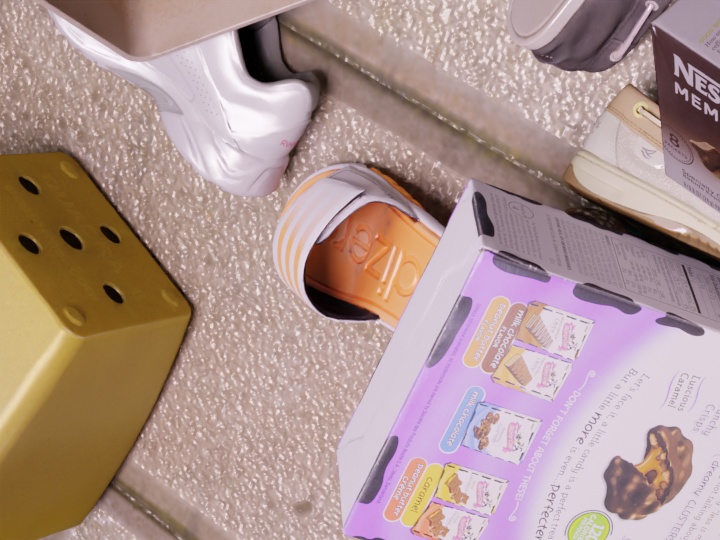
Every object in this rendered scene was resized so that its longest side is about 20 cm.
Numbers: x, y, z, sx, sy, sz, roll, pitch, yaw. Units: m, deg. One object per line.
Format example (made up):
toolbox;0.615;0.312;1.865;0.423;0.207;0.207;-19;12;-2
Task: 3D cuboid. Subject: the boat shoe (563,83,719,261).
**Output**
boat shoe;0.193;-0.030;0.900;0.199;0.074;0.067;26;93;20

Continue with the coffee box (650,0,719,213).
coffee box;0.221;-0.044;0.798;0.200;0.080;0.113;40;164;30

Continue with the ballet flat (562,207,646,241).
ballet flat;0.083;0.044;0.997;0.200;0.065;0.071;-46;62;36

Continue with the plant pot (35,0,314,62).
plant pot;-0.083;-0.241;0.947;0.199;0.200;0.178;-17;74;17

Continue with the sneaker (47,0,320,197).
sneaker;-0.096;-0.140;1.077;0.200;0.078;0.099;44;116;7

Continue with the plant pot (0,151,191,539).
plant pot;-0.223;0.038;1.138;0.176;0.200;0.200;-45;76;22

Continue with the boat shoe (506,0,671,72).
boat shoe;0.149;-0.174;0.912;0.200;0.057;0.067;-48;38;29

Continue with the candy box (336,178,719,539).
candy box;0.111;0.071;0.919;0.199;0.072;0.168;19;118;-14

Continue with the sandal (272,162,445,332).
sandal;0.003;-0.008;1.006;0.206;0.059;0.079;29;105;51
